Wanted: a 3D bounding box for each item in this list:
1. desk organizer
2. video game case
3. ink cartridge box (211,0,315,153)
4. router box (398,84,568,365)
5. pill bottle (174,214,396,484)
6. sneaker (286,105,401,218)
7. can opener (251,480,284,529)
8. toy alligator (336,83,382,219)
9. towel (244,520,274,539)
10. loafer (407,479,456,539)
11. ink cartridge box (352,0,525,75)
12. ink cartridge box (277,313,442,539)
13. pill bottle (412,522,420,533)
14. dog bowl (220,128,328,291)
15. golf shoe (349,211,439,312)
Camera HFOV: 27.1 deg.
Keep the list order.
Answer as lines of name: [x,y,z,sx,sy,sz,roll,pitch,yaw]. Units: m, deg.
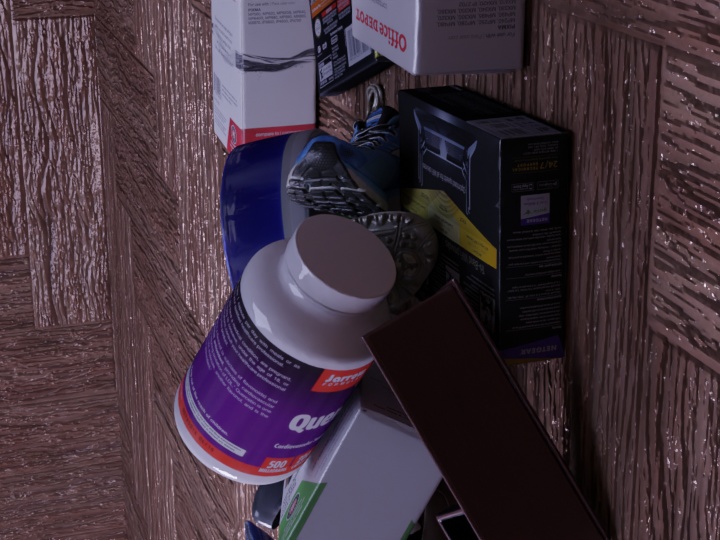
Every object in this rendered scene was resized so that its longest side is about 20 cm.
desk organizer: [0.074,0.116,0.995,0.200,0.077,0.072,60,161,6]
video game case: [-0.012,-0.262,1.356,0.200,0.025,0.182,172,91,-74]
ink cartridge box: [-0.103,-0.223,1.564,0.144,0.083,0.201,-128,35,-62]
router box: [0.083,-0.039,1.069,0.200,0.052,0.158,-138,44,-65]
pill bottle: [-0.051,0.056,1.071,0.200,0.112,0.113,-57,39,39]
sneaker: [0.000,-0.088,1.175,0.200,0.078,0.090,10,-92,-71]
can opener: [-0.034,0.154,1.329,0.200,0.067,0.053,-60,-18,-46]
toy alligator: [0.002,-0.066,1.323,0.059,0.054,0.201,157,106,-72]
towel: [-0.018,0.314,1.360,0.024,0.200,0.145,-46,30,8]
loafer: [0.046,0.236,1.163,0.073,0.071,0.201,-82,13,-74]
ink cartridge box: [0.053,-0.247,1.042,0.145,0.084,0.201,-132,40,-64]
ink cartridge box: [0.003,0.134,1.171,0.145,0.084,0.200,-62,10,19]
pill bottle: [-0.023,0.212,1.404,0.200,0.114,0.115,-124,33,-56]
dog bowl: [-0.055,-0.022,1.338,0.200,0.078,0.201,-9,-90,-77]
golf shoe: [0.000,0.000,1.146,0.200,0.097,0.078,-34,91,44]
